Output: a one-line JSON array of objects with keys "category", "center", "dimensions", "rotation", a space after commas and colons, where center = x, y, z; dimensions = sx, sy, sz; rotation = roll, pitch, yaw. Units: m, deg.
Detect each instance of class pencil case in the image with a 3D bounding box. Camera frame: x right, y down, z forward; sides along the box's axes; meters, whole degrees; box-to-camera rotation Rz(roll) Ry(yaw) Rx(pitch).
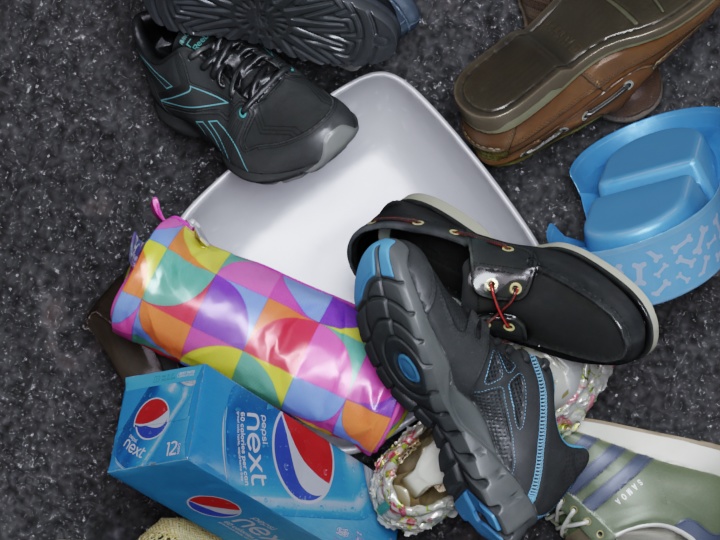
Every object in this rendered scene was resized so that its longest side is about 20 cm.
[{"category": "pencil case", "center": [-0.057, 0.036, 1.482], "dimensions": [0.199, 0.088, 0.089], "rotation": [27, 84, 2]}]

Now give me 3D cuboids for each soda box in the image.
[{"category": "soda box", "center": [-0.060, 0.129, 1.483], "dimensions": [0.068, 0.200, 0.064], "rotation": [-12, 57, 36]}]

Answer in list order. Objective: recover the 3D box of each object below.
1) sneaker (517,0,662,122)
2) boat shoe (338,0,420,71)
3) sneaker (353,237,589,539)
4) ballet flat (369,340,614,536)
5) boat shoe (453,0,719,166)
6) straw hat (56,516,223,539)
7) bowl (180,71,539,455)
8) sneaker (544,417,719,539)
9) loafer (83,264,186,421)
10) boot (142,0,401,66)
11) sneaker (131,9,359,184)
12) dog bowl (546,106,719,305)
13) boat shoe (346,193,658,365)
[{"category": "sneaker", "center": [0.132, -0.188, 1.583], "dimensions": [0.070, 0.076, 0.201], "rotation": [-31, 83, -3]}, {"category": "boat shoe", "center": [-0.041, -0.211, 1.581], "dimensions": [0.062, 0.075, 0.200], "rotation": [-32, 58, -25]}, {"category": "sneaker", "center": [0.063, 0.060, 1.422], "dimensions": [0.082, 0.073, 0.201], "rotation": [-35, 112, -21]}, {"category": "ballet flat", "center": [0.087, 0.089, 1.491], "dimensions": [0.200, 0.064, 0.076], "rotation": [-45, 83, -3]}, {"category": "boat shoe", "center": [0.148, -0.139, 1.540], "dimensions": [0.199, 0.068, 0.072], "rotation": [-30, 52, -5]}, {"category": "straw hat", "center": [-0.112, 0.205, 1.515], "dimensions": [0.200, 0.201, 0.085], "rotation": [30, 53, 4]}, {"category": "bowl", "center": [0.000, 0.000, 1.562], "dimensions": [0.200, 0.075, 0.200], "rotation": [-38, 84, -5]}, {"category": "sneaker", "center": [0.143, 0.142, 1.545], "dimensions": [0.199, 0.067, 0.090], "rotation": [11, 78, -1]}, {"category": "loafer", "center": [-0.115, 0.092, 1.562], "dimensions": [0.071, 0.073, 0.201], "rotation": [-26, 83, 28]}, {"category": "boot", "center": [-0.032, -0.230, 1.519], "dimensions": [0.164, 0.066, 0.201], "rotation": [13, 55, 8]}, {"category": "sneaker", "center": [-0.080, -0.112, 1.519], "dimensions": [0.075, 0.200, 0.079], "rotation": [-44, 128, -20]}, {"category": "dog bowl", "center": [0.183, -0.038, 1.515], "dimensions": [0.111, 0.200, 0.050], "rotation": [-14, 111, 21]}, {"category": "boat shoe", "center": [0.083, 0.014, 1.451], "dimensions": [0.201, 0.063, 0.074], "rotation": [23, 125, 30]}]
